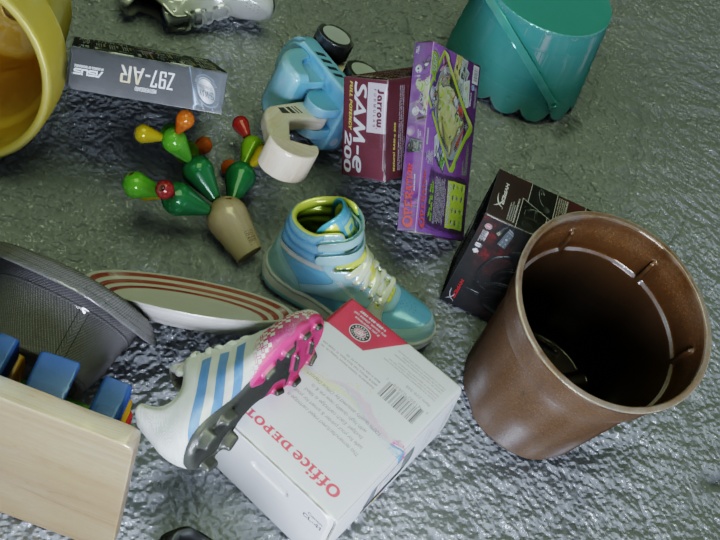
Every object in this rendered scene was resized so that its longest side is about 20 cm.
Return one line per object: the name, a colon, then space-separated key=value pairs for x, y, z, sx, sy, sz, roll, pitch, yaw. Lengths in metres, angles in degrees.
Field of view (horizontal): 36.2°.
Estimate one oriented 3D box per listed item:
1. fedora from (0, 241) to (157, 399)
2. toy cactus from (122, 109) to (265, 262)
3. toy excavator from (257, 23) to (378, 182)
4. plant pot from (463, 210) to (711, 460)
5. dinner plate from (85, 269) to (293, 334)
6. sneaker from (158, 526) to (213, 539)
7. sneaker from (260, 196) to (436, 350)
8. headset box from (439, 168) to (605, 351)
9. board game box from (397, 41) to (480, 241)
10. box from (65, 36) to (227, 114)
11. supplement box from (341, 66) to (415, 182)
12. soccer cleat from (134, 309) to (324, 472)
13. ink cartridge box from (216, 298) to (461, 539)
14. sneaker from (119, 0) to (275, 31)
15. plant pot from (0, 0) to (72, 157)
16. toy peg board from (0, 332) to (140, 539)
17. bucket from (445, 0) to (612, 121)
fedora: x=-0.273 y=0.052 z=0.967 sx=0.176 sy=0.199 sz=0.091 roll=37 pitch=72 yaw=-31
toy cactus: x=-0.152 y=-0.092 z=1.161 sx=0.166 sy=0.102 sz=0.199 roll=57 pitch=32 yaw=5
toy excavator: x=-0.066 y=-0.180 z=1.229 sx=0.198 sy=0.100 sz=0.195 roll=-11 pitch=55 yaw=-43
plant pot: x=0.202 y=0.082 z=1.072 sx=0.197 sy=0.199 sz=0.203 roll=9 pitch=58 yaw=-15
dinner plate: x=-0.161 y=0.031 z=1.034 sx=0.197 sy=0.025 sz=0.200 roll=13 pitch=6 yaw=-1
sneaker: x=-0.097 y=0.283 z=0.874 sx=0.200 sy=0.100 sz=0.069 roll=42 pitch=52 yaw=15
sneaker: x=0.000 y=0.000 z=1.118 sx=0.197 sy=0.131 sz=0.080 roll=24 pitch=47 yaw=-1
headset box: x=0.204 y=0.003 z=1.181 sx=0.198 sy=0.150 sz=0.078 roll=25 pitch=49 yaw=0
board game box: x=0.088 y=-0.139 z=1.217 sx=0.032 sy=0.204 sz=0.120 roll=6 pitch=-1 yaw=27
box: x=-0.232 y=-0.213 z=1.183 sx=0.157 sy=0.044 sz=0.200 roll=7 pitch=12 yaw=-16
supplement box: x=0.055 y=-0.171 z=1.244 sx=0.060 sy=0.111 sz=0.199 roll=10 pitch=17 yaw=30
soccer cleat: x=-0.110 y=0.084 z=0.944 sx=0.086 sy=0.071 sz=0.200 roll=29 pitch=46 yaw=19
ink cartridge box: x=-0.023 y=0.142 z=1.025 sx=0.147 sy=0.086 sz=0.199 roll=40 pitch=52 yaw=15
sneaker: x=-0.204 y=-0.330 z=1.357 sx=0.196 sy=0.075 sz=0.088 roll=8 pitch=62 yaw=-6
plant pot: x=-0.387 y=-0.246 z=1.138 sx=0.198 sy=0.203 sz=0.190 roll=18 pitch=33 yaw=-5
toy peg board: x=-0.266 y=0.111 z=0.878 sx=0.197 sy=0.200 sz=0.099 roll=21 pitch=51 yaw=-3
bucket: x=0.223 y=-0.316 z=1.451 sx=0.204 sy=0.136 sz=0.210 roll=10 pitch=48 yaw=-12
